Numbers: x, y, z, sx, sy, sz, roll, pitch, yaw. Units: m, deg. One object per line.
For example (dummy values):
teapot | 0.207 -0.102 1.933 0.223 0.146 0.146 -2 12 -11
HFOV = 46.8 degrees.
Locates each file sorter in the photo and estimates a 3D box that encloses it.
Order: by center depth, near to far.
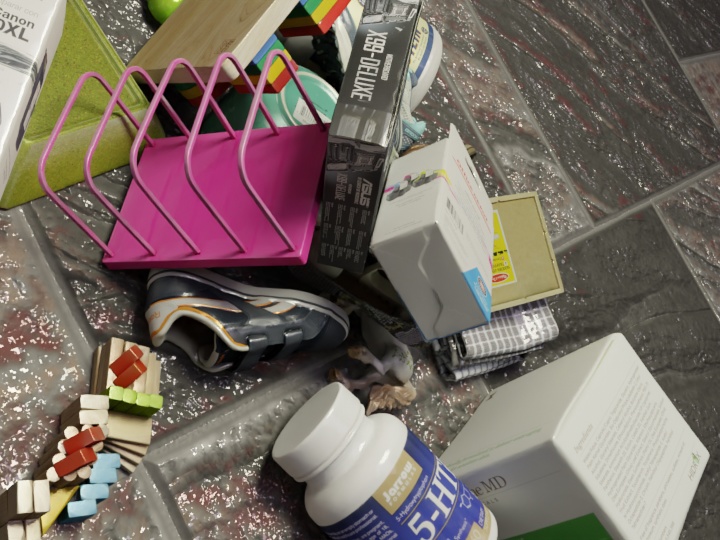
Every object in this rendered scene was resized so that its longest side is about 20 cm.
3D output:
file sorter | -0.143 -0.095 0.698 0.126 0.198 0.140 57 38 -52

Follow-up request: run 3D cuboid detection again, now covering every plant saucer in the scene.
plant saucer | -0.292 -0.180 0.763 0.200 0.048 0.201 -33 90 -46

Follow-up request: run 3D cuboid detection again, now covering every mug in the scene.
mug | -0.067 -0.144 0.891 0.184 0.114 0.153 -19 79 -45

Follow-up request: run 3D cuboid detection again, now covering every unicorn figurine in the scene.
unicorn figurine | 0.021 0.053 0.895 0.136 0.073 0.202 5 79 -40

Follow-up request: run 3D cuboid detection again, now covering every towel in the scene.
towel | 0.138 0.020 0.997 0.164 0.085 0.202 -5 70 -42

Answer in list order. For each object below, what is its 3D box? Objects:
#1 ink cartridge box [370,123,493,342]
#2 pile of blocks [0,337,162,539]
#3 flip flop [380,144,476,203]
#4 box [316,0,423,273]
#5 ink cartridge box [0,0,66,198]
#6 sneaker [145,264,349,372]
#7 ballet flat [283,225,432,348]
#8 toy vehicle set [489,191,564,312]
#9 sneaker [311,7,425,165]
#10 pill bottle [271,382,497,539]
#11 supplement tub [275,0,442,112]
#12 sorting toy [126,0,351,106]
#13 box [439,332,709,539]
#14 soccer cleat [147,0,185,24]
ink cartridge box | 0.075 -0.043 0.795 0.116 0.067 0.201 59 25 -26
pile of blocks | -0.202 0.134 0.647 0.082 0.062 0.201 39 47 -17
flip flop | 0.078 -0.129 1.043 0.058 0.081 0.199 46 40 15
box | 0.005 -0.116 0.736 0.049 0.201 0.159 12 60 1
ink cartridge box | -0.328 -0.149 0.640 0.143 0.084 0.202 18 68 -18
sneaker | -0.103 0.058 0.770 0.198 0.079 0.080 15 51 -22
ballet flat | 0.000 0.000 0.829 0.199 0.072 0.072 33 45 3
toy vehicle set | 0.140 -0.017 0.934 0.198 0.026 0.126 -11 84 -37
sneaker | 0.012 -0.214 0.915 0.086 0.078 0.201 -33 128 -10
pill bottle | 0.019 0.203 0.760 0.200 0.119 0.120 45 45 -11
supplement tub | -0.017 -0.275 0.990 0.199 0.145 0.146 28 50 -26
sorting toy | -0.110 -0.246 0.825 0.070 0.198 0.201 48 68 -36
box | 0.213 0.210 0.868 0.172 0.199 0.200 53 44 -2
soccer cleat | -0.163 -0.324 0.956 0.081 0.067 0.200 54 49 -17
